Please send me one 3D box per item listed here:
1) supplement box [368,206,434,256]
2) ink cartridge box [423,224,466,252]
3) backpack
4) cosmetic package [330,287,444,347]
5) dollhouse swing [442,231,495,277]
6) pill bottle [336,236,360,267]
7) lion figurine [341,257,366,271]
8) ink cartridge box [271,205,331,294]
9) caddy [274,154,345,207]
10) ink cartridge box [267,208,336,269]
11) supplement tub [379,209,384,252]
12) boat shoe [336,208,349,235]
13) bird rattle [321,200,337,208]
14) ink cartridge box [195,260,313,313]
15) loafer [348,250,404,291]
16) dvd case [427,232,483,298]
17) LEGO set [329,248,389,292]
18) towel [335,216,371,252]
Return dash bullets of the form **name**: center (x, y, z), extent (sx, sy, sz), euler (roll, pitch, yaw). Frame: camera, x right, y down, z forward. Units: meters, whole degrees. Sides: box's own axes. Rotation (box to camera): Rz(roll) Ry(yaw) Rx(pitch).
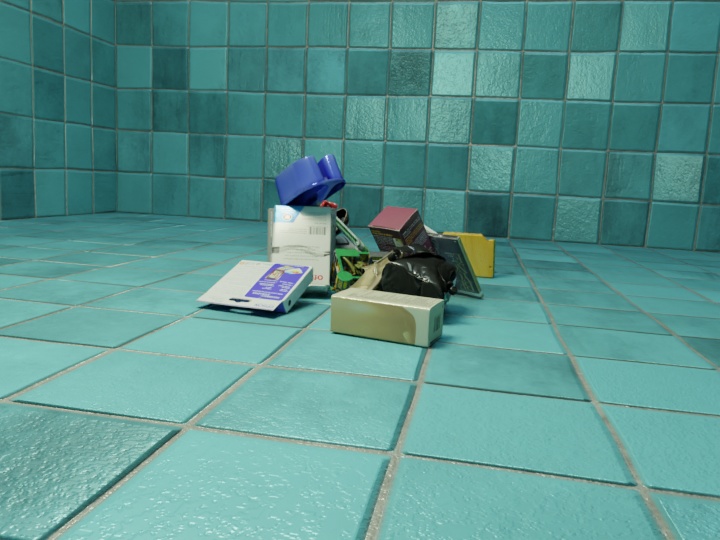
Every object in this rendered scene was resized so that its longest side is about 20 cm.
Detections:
- **supplement box**: center (0.116, -0.054, 1.582), extent (0.109, 0.202, 0.086), euler (13, 49, 45)
- **ink cartridge box**: center (0.202, -0.037, 1.707), extent (0.161, 0.050, 0.201), euler (34, -20, 16)
- **backpack**: center (0.134, 0.026, 1.384), extent (0.166, 0.128, 0.200), euler (35, 21, 12)
- **cosmetic package**: center (0.050, 0.085, 1.178), extent (0.196, 0.073, 0.105), euler (7, 10, 24)
- **dollhouse swing**: center (0.346, -0.069, 2.055), extent (0.196, 0.185, 0.176), euler (5, 29, 17)
- **pill bottle**: center (-0.084, -0.047, 1.895), extent (0.197, 0.113, 0.110), euler (-3, 10, -34)
- **lion figurine**: center (0.000, 0.000, 1.754), extent (0.120, 0.074, 0.200), euler (14, 0, -15)
- **ink cartridge box**: center (-0.145, -0.050, 1.544), extent (0.142, 0.205, 0.084), euler (2, -17, -4)
- **caddy**: center (-0.124, -0.206, 1.559), extent (0.140, 0.107, 0.199), euler (-13, -8, -40)
- **ink cartridge box**: center (-0.160, -0.070, 1.701), extent (0.172, 0.205, 0.084), euler (6, 9, 16)
- **supplement tub**: center (0.109, -0.076, 1.847), extent (0.104, 0.205, 0.107), euler (2, 7, 0)
- **boat shoe**: center (-0.103, -0.110, 1.790), extent (0.070, 0.067, 0.199), euler (41, 62, 21)
- **bird rattle**: center (-0.168, -0.156, 1.840), extent (0.112, 0.164, 0.200), euler (40, 18, 10)
- **ink cartridge box**: center (-0.229, 0.044, 1.384), extent (0.194, 0.044, 0.200), euler (5, 28, 21)
- **loafer**: center (0.036, 0.012, 1.411), extent (0.067, 0.077, 0.200), euler (24, 43, 21)
- **dvd case**: center (0.224, -0.014, 1.605), extent (0.147, 0.202, 0.016), euler (12, 51, 45)
- **LEGO set**: center (0.006, 0.032, 1.531), extent (0.196, 0.118, 0.155), euler (-5, 40, -22)
- **towel**: center (-0.004, -0.072, 1.771), extent (0.153, 0.023, 0.200), euler (45, 0, 36)
